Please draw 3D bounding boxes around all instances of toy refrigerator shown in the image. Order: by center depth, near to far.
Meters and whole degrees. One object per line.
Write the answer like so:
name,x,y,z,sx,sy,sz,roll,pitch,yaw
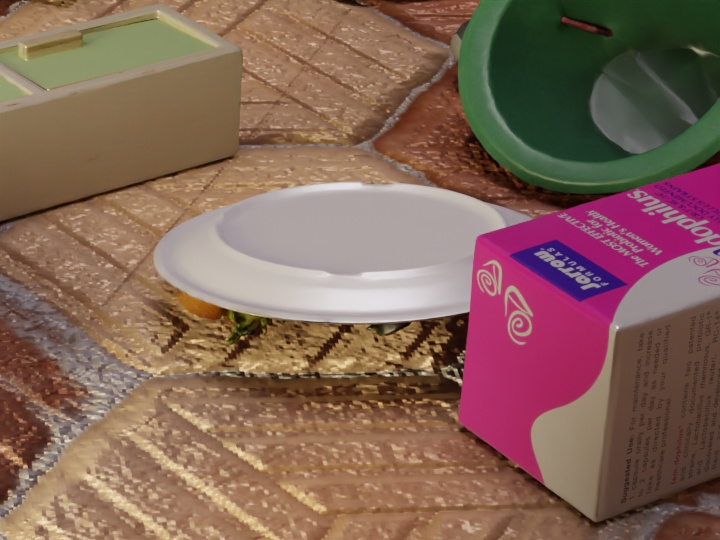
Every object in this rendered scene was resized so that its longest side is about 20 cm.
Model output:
toy refrigerator,-0.163,-0.082,1.542,0.199,0.070,0.076,-18,35,-35

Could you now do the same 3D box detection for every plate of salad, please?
plate of salad,0.000,0.000,1.430,0.199,0.048,0.200,0,18,0

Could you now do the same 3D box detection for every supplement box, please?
supplement box,0.153,0.024,1.346,0.199,0.104,0.101,-18,35,-33

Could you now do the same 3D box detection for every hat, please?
hat,0.172,-0.089,1.647,0.199,0.176,0.166,-12,65,14

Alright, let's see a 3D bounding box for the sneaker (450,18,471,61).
sneaker,0.146,-0.152,1.711,0.199,0.080,0.075,-8,30,-19
